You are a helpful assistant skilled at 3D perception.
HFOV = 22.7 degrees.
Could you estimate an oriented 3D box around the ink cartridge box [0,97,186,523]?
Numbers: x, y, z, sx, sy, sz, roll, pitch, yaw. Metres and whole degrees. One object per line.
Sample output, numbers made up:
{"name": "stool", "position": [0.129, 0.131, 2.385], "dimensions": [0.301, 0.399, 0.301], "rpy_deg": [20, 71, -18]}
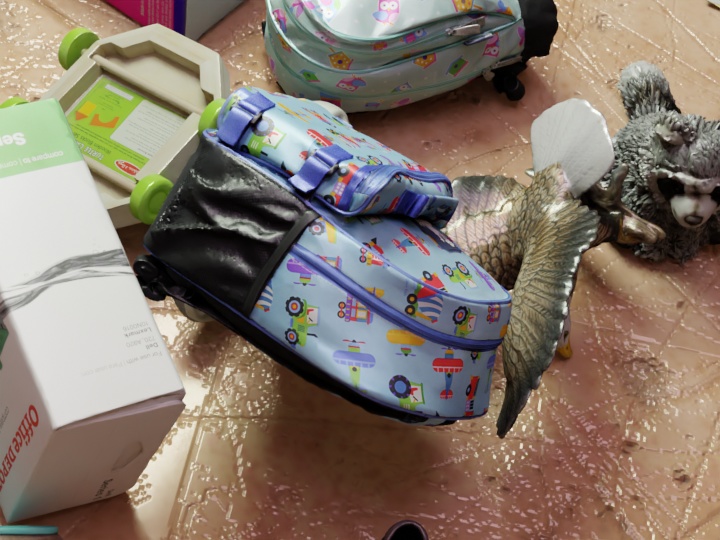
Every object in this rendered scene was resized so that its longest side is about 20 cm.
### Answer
{"name": "ink cartridge box", "position": [-0.190, 0.026, 1.043], "dimensions": [0.084, 0.146, 0.200], "rpy_deg": [-15, 67, -29]}

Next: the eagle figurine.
{"name": "eagle figurine", "position": [0.102, 0.002, 1.147], "dimensions": [0.200, 0.152, 0.151], "rpy_deg": [-33, 84, -34]}

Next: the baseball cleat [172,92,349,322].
{"name": "baseball cleat", "position": [-0.087, -0.045, 1.202], "dimensions": [0.106, 0.070, 0.200], "rpy_deg": [18, 48, 26]}

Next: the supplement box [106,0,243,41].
{"name": "supplement box", "position": [-0.172, -0.271, 1.328], "dimensions": [0.200, 0.103, 0.101], "rpy_deg": [36, 57, 17]}

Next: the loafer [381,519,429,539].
{"name": "loafer", "position": [0.008, 0.220, 0.977], "dimensions": [0.072, 0.063, 0.200], "rpy_deg": [14, 38, -2]}

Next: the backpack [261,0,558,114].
{"name": "backpack", "position": [0.024, -0.195, 1.284], "dimensions": [0.199, 0.127, 0.167], "rpy_deg": [-21, 61, -18]}

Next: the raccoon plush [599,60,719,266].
{"name": "raccoon plush", "position": [0.208, -0.102, 1.232], "dimensions": [0.096, 0.134, 0.200], "rpy_deg": [-9, 55, -13]}

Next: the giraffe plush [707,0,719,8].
{"name": "giraffe plush", "position": [0.377, -0.234, 1.341], "dimensions": [0.199, 0.162, 0.173], "rpy_deg": [12, 52, 1]}

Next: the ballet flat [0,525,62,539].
{"name": "ballet flat", "position": [-0.266, 0.170, 0.993], "dimensions": [0.199, 0.069, 0.071], "rpy_deg": [8, 75, -22]}

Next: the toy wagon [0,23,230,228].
{"name": "toy wagon", "position": [-0.178, -0.081, 1.199], "dimensions": [0.155, 0.040, 0.200], "rpy_deg": [29, 70, 33]}

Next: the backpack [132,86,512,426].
{"name": "backpack", "position": [0.000, 0.000, 1.032], "dimensions": [0.200, 0.135, 0.182], "rpy_deg": [33, 11, 23]}
